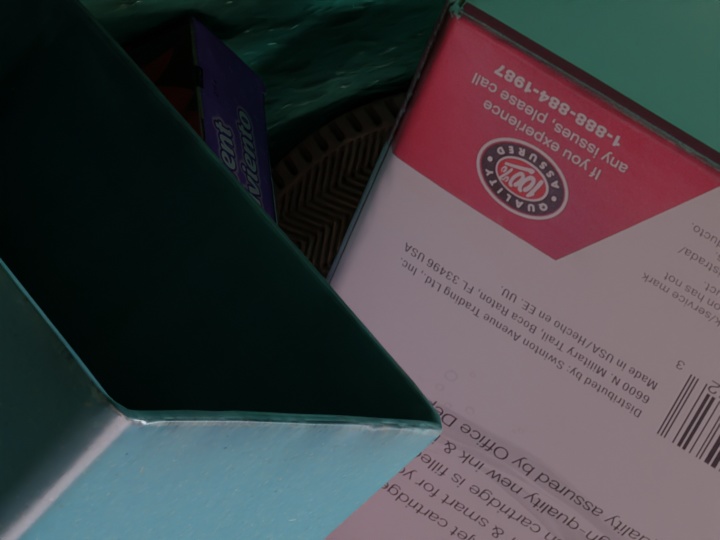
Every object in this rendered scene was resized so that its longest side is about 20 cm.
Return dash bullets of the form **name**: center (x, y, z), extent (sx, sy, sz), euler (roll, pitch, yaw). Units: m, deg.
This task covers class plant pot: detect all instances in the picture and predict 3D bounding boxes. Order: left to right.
- **plant pot**: center (-0.117, 0.051, 0.594), extent (0.200, 0.141, 0.141), euler (-48, 159, 15)

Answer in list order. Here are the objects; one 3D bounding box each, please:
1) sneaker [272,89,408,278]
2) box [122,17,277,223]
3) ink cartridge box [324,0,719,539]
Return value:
- **sneaker**: center (0.000, 0.000, 0.890), extent (0.200, 0.071, 0.112), euler (-33, 174, 23)
- **box**: center (-0.110, 0.035, 0.720), extent (0.199, 0.137, 0.039), euler (-22, 147, 21)
- **ink cartridge box**: center (0.064, 0.026, 0.711), extent (0.083, 0.146, 0.200), euler (-50, 168, -48)
